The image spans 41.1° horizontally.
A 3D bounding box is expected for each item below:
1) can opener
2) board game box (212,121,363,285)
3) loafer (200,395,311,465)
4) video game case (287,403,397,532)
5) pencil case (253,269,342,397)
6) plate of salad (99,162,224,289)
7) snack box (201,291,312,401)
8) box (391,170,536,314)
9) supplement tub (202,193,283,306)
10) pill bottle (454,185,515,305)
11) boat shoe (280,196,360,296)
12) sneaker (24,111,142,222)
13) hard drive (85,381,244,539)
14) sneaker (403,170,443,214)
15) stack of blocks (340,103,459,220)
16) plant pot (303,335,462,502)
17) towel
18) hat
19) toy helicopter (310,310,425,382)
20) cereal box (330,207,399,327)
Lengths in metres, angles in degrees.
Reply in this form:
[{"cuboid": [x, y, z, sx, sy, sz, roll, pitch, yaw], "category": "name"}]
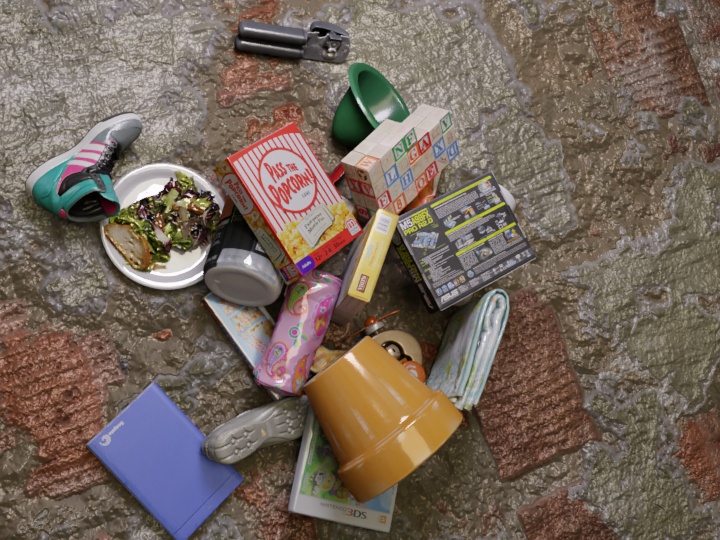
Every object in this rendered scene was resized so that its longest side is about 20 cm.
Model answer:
[{"cuboid": [-0.112, -0.392, 1.616, 0.199, 0.053, 0.067, 5, 45, -19], "category": "can opener"}, {"cuboid": [-0.104, -0.102, 1.419, 0.151, 0.046, 0.201, -38, 97, -42], "category": "board game box"}, {"cuboid": [-0.151, 0.235, 1.456, 0.199, 0.070, 0.070, -16, 100, -40], "category": "loafer"}, {"cuboid": [-0.013, 0.292, 1.497, 0.181, 0.022, 0.201, 20, 72, -30], "category": "video game case"}, {"cuboid": [-0.095, 0.090, 1.459, 0.087, 0.087, 0.201, 21, 82, -15], "category": "pencil case"}, {"cuboid": [-0.298, -0.071, 1.475, 0.199, 0.048, 0.201, 4, 77, -19], "category": "plate of salad"}, {"cuboid": [-0.162, 0.105, 1.501, 0.072, 0.024, 0.200, -37, 93, -22], "category": "snack box"}, {"cuboid": [0.159, -0.045, 1.516, 0.199, 0.044, 0.161, -28, 88, -23], "category": "box"}, {"cuboid": [-0.159, -0.057, 1.470, 0.122, 0.123, 0.201, 22, 59, -14], "category": "supplement tub"}, {"cuboid": [0.178, -0.050, 1.609, 0.112, 0.112, 0.201, 36, 70, -10], "category": "pill bottle"}, {"cuboid": [-0.087, -0.044, 1.542, 0.069, 0.071, 0.200, 39, 72, 18], "category": "boat shoe"}, {"cuboid": [-0.382, -0.143, 1.421, 0.200, 0.084, 0.121, -40, 70, -15], "category": "sneaker"}, {"cuboid": [-0.287, 0.284, 1.419, 0.132, 0.025, 0.200, -44, 96, -22], "category": "hard drive"}, {"cuboid": [0.099, -0.152, 1.635, 0.077, 0.073, 0.201, 18, 66, 1], "category": "sneaker"}, {"cuboid": [0.067, -0.181, 1.526, 0.200, 0.058, 0.116, -45, 137, -26], "category": "stack of blocks"}, {"cuboid": [0.018, 0.206, 1.416, 0.200, 0.200, 0.184, -38, 88, -22], "category": "plant pot"}, {"cuboid": [0.164, 0.134, 1.535, 0.048, 0.171, 0.201, 26, 72, -11], "category": "towel"}, {"cuboid": [-0.028, -0.231, 1.622, 0.166, 0.176, 0.200, 55, 28, -4], "category": "hat"}, {"cuboid": [0.004, 0.131, 1.529, 0.199, 0.079, 0.133, 1, 76, -18], "category": "toy helicopter"}, {"cuboid": [0.000, 0.000, 1.486, 0.039, 0.200, 0.145, 21, 74, -6], "category": "cereal box"}]
